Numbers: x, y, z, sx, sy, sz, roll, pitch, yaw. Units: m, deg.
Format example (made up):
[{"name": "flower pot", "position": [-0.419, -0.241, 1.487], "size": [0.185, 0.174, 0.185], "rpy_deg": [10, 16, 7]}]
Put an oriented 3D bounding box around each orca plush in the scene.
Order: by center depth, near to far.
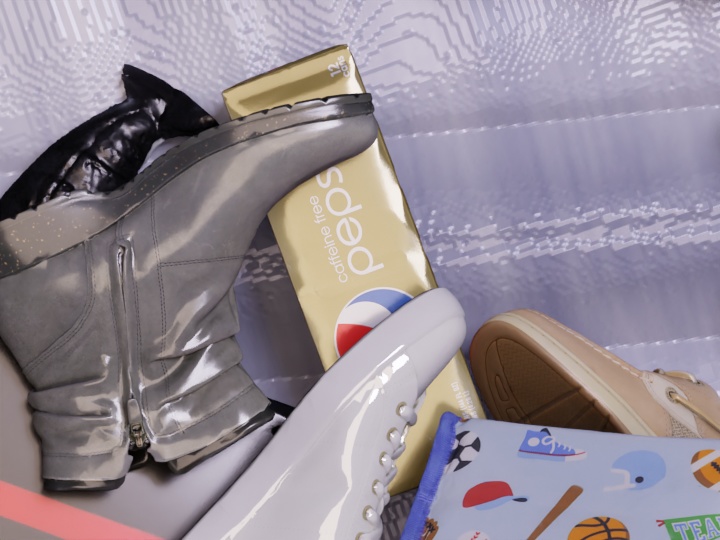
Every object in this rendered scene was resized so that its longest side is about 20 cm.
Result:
[{"name": "orca plush", "position": [-0.138, 0.000, 1.263], "size": [0.105, 0.071, 0.200], "rpy_deg": [45, 91, -1]}]

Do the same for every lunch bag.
[{"name": "lunch bag", "position": [0.118, 0.165, 1.211], "size": [0.169, 0.124, 0.201], "rpy_deg": [3, 133, 21]}]

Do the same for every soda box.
[{"name": "soda box", "position": [0.000, 0.000, 1.265], "size": [0.064, 0.068, 0.201], "rpy_deg": [-21, 91, 1]}]

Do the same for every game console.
[{"name": "game console", "position": [-0.124, 0.121, 1.224], "size": [0.199, 0.031, 0.178], "rpy_deg": [20, 79, -6]}]

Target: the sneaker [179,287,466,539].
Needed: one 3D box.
[{"name": "sneaker", "position": [-0.007, 0.102, 1.190], "size": [0.085, 0.073, 0.200], "rpy_deg": [40, 89, 12]}]

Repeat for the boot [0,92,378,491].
[{"name": "boot", "position": [-0.065, 0.011, 1.200], "size": [0.199, 0.068, 0.131], "rpy_deg": [-24, 90, 3]}]

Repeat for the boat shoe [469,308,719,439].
[{"name": "boat shoe", "position": [0.137, 0.082, 1.275], "size": [0.200, 0.071, 0.065], "rpy_deg": [42, 52, -6]}]
